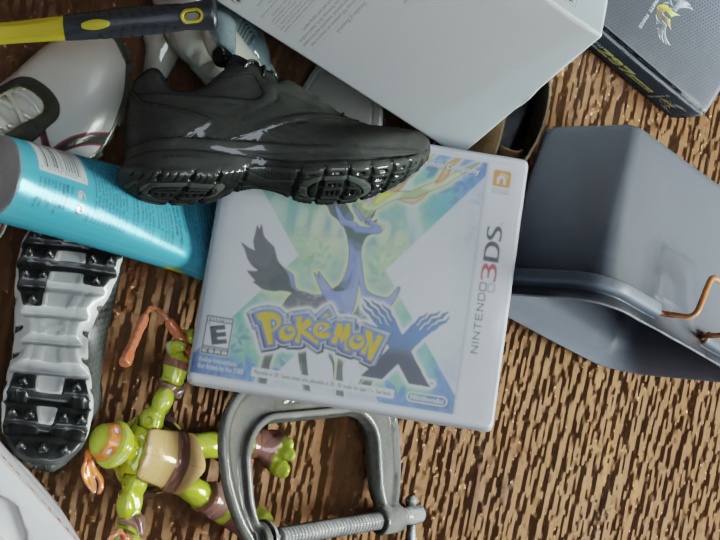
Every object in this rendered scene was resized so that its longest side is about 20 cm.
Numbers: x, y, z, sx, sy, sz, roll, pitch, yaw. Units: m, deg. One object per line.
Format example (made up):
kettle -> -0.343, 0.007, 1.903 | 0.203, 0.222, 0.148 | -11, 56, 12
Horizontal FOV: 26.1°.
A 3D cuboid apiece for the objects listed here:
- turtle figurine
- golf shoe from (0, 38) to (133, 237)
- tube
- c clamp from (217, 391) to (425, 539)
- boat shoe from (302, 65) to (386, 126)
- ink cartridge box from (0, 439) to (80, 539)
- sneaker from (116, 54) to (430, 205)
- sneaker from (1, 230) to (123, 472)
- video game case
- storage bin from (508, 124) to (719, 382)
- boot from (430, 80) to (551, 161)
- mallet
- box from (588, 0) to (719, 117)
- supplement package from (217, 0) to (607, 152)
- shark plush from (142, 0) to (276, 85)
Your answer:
turtle figurine -> -0.126, 0.136, 1.026 | 0.161, 0.064, 0.200 | 25, 69, -42
golf shoe -> -0.219, -0.082, 0.978 | 0.077, 0.088, 0.200 | 38, 78, 8
tube -> -0.152, -0.038, 0.985 | 0.200, 0.050, 0.078 | 16, 61, -48
c clamp -> -0.021, 0.153, 1.065 | 0.200, 0.027, 0.171 | 8, 80, -46
boat shoe -> -0.010, -0.051, 1.075 | 0.060, 0.074, 0.201 | 27, 62, -60
ink cartridge box -> -0.242, 0.138, 0.930 | 0.084, 0.200, 0.146 | -41, 105, -11
sneaker -> -0.052, -0.090, 0.972 | 0.199, 0.076, 0.091 | 1, 74, -17
sneaker -> -0.196, 0.041, 1.014 | 0.066, 0.091, 0.200 | 8, 65, -8
video game case -> 0.000, 0.000, 1.014 | 0.199, 0.022, 0.183 | 9, 78, -2
storage bin -> 0.195, -0.014, 1.091 | 0.200, 0.145, 0.135 | 25, 74, -43
boot -> 0.079, -0.063, 1.099 | 0.073, 0.075, 0.200 | 20, 88, -21
mallet -> -0.187, -0.137, 0.945 | 0.199, 0.041, 0.066 | 2, 96, -3
box -> 0.238, -0.239, 1.155 | 0.158, 0.051, 0.200 | 37, 81, -19
supplement package -> 0.042, -0.212, 1.008 | 0.200, 0.152, 0.151 | 31, 49, -18
shark plush -> -0.107, -0.203, 1.048 | 0.083, 0.091, 0.200 | -11, 80, -42
